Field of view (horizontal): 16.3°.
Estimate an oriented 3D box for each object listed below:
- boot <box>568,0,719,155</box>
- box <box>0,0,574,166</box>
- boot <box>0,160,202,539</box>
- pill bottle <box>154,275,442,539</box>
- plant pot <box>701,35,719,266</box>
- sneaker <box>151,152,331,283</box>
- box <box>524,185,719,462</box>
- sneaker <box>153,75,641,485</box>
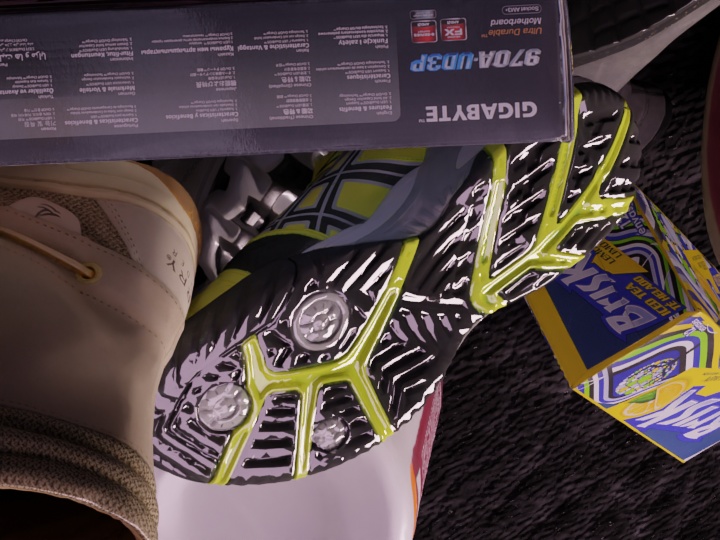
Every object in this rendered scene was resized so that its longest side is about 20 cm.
[{"bbox_3d":[0.088,-0.081,0.969,0.199,0.068,0.130,-32,155,24],"label":"boot"},{"bbox_3d":[-0.036,-0.069,0.766,0.199,0.159,0.046,-3,102,3],"label":"box"},{"bbox_3d":[-0.150,0.033,0.731,0.199,0.156,0.073,2,131,0],"label":"boot"},{"bbox_3d":[-0.028,0.056,0.946,0.114,0.114,0.200,-33,-169,15],"label":"pill bottle"},{"bbox_3d":[0.239,-0.050,0.997,0.178,0.201,0.200,3,142,-11],"label":"plant pot"},{"bbox_3d":[0.002,-0.083,0.894,0.200,0.081,0.075,-46,133,-1],"label":"sneaker"},{"bbox_3d":[0.130,0.027,1.104,0.064,0.070,0.200,-31,158,12],"label":"box"},{"bbox_3d":[0.000,0.000,0.832,0.199,0.076,0.076,-33,123,-18],"label":"sneaker"}]
